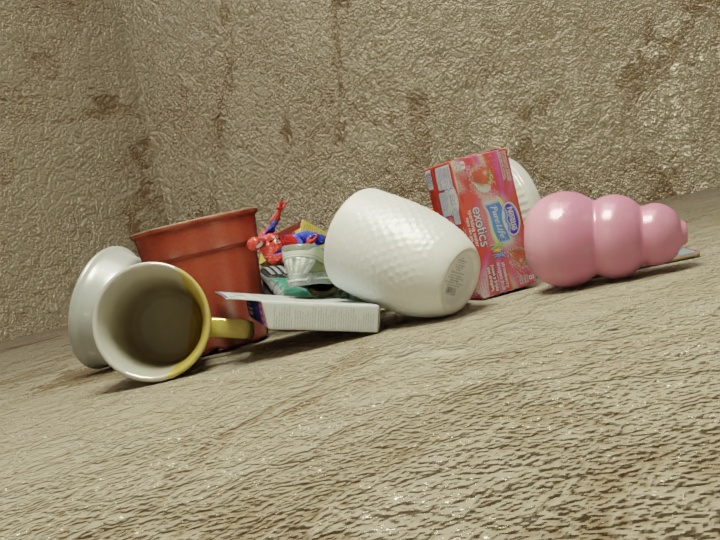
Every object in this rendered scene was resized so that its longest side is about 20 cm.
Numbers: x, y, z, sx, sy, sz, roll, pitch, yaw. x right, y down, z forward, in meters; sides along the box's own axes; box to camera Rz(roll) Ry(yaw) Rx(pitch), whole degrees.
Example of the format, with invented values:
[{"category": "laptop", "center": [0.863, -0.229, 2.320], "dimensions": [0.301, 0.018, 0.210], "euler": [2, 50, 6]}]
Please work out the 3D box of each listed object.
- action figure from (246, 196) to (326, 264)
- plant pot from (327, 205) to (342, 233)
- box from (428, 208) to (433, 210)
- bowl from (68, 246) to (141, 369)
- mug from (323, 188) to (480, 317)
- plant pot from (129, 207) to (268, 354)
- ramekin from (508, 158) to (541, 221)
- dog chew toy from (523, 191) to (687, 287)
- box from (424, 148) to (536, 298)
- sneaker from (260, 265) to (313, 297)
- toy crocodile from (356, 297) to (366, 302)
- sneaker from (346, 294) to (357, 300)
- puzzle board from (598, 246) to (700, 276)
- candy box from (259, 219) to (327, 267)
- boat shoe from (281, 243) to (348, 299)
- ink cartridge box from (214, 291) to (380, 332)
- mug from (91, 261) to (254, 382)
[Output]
[{"category": "action figure", "center": [-0.079, -0.056, 1.271], "dimensions": [0.199, 0.066, 0.099], "euler": [-5, -32, -42]}, {"category": "plant pot", "center": [0.046, -0.044, 1.676], "dimensions": [0.199, 0.202, 0.183], "euler": [-13, 15, -12]}, {"category": "box", "center": [0.191, -0.045, 1.346], "dimensions": [0.199, 0.051, 0.075], "euler": [28, 27, 35]}, {"category": "bowl", "center": [-0.366, 0.066, 1.330], "dimensions": [0.090, 0.203, 0.201], "euler": [9, 10, 18]}, {"category": "mug", "center": [0.075, -0.006, 1.125], "dimensions": [0.175, 0.149, 0.200], "euler": [23, -7, 36]}, {"category": "plant pot", "center": [-0.234, 0.021, 1.286], "dimensions": [0.199, 0.197, 0.201], "euler": [-13, 3, 1]}, {"category": "ramekin", "center": [0.228, -0.089, 1.464], "dimensions": [0.104, 0.202, 0.200], "euler": [-17, 4, -18]}, {"category": "dog chew toy", "center": [0.314, -0.043, 1.073], "dimensions": [0.198, 0.126, 0.124], "euler": [-3, 6, 18]}, {"category": "box", "center": [0.173, -0.066, 1.215], "dimensions": [0.095, 0.202, 0.100], "euler": [-15, 4, -18]}, {"category": "sneaker", "center": [-0.109, 0.064, 1.361], "dimensions": [0.074, 0.088, 0.200], "euler": [-4, 23, -24]}, {"category": "toy crocodile", "center": [0.000, 0.000, 1.237], "dimensions": [0.061, 0.068, 0.200], "euler": [25, -17, 32]}, {"category": "sneaker", "center": [-0.035, 0.037, 1.390], "dimensions": [0.200, 0.131, 0.079], "euler": [-46, -41, 19]}, {"category": "puzzle board", "center": [0.369, -0.013, 1.206], "dimensions": [0.198, 0.018, 0.151], "euler": [-12, 3, 8]}, {"category": "candy box", "center": [-0.068, -0.012, 1.500], "dimensions": [0.199, 0.057, 0.116], "euler": [29, -35, -35]}, {"category": "boat shoe", "center": [-0.064, 0.014, 1.246], "dimensions": [0.074, 0.065, 0.202], "euler": [-4, -16, 14]}, {"category": "ink cartridge box", "center": [-0.093, 0.056, 1.131], "dimensions": [0.198, 0.044, 0.196], "euler": [2, 0, -13]}, {"category": "mug", "center": [-0.254, 0.083, 1.124], "dimensions": [0.150, 0.186, 0.153], "euler": [-54, 0, -8]}]
